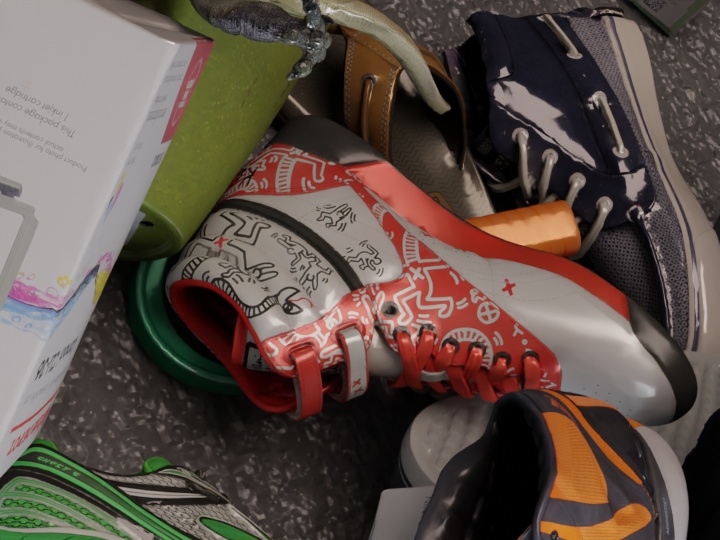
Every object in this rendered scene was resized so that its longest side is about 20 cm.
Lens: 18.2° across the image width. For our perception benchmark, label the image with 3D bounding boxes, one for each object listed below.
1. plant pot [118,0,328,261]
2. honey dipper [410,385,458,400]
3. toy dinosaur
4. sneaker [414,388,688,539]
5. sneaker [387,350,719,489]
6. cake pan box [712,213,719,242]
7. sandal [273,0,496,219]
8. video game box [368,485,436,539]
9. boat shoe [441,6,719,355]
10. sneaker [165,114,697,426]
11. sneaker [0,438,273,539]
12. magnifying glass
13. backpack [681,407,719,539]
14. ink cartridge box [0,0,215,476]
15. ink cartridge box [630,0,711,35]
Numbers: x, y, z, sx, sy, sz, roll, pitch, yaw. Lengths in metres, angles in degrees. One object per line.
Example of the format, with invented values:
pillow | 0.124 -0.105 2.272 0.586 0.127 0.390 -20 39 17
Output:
plant pot | -0.088 -0.113 0.884 0.187 0.187 0.200 22 69 -22
honey dipper | 0.113 0.063 0.996 0.200 0.038 0.038 19 56 -26
toy dinosaur | -0.045 -0.102 0.774 0.200 0.088 0.048 25 94 -13
sneaker | 0.065 0.134 0.754 0.112 0.078 0.200 25 51 -50
sneaker | 0.098 0.086 0.939 0.200 0.079 0.078 -4 48 -25
cake pan box | 0.220 0.008 0.976 0.052 0.184 0.200 0 53 -18
sandal | 0.015 -0.063 0.988 0.082 0.055 0.200 -26 82 -39
video game box | 0.048 0.207 0.810 0.200 0.047 0.182 53 39 -39
boat shoe | 0.096 -0.033 1.023 0.093 0.075 0.200 1 57 -26
sneaker | 0.022 0.030 0.871 0.201 0.067 0.108 33 59 13
sneaker | -0.052 0.111 0.835 0.200 0.078 0.085 21 46 -28
magnifying glass | 0.000 0.000 0.937 0.200 0.022 0.080 -11 74 -24
backpack | 0.207 0.096 0.809 0.168 0.200 0.163 5 36 -27
ink cartridge box | -0.123 0.000 0.756 0.067 0.116 0.200 25 97 0
ink cartridge box | 0.220 -0.220 1.115 0.048 0.200 0.146 40 50 -8
